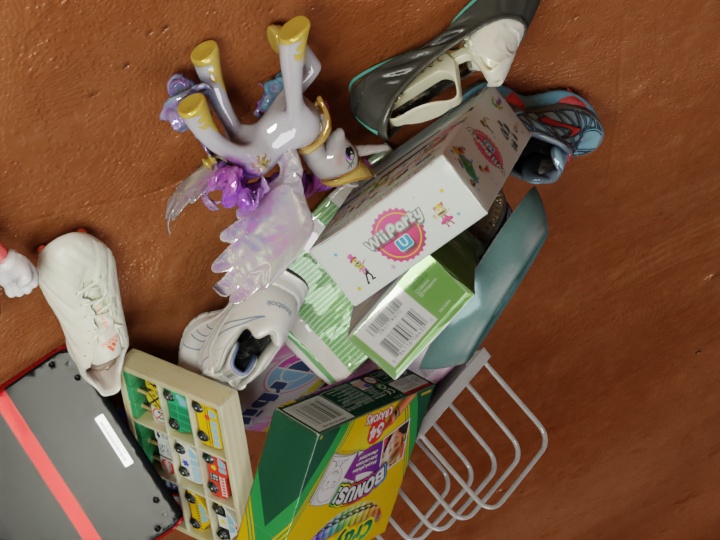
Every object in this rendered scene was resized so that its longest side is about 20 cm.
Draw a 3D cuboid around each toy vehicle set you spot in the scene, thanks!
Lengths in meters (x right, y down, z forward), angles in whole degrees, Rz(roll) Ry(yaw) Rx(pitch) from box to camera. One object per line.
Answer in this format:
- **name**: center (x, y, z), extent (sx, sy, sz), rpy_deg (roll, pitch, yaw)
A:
- **toy vehicle set**: center (-0.158, 0.174, 1.710), extent (0.027, 0.124, 0.201), rpy_deg (-44, 141, -39)

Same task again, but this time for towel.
- **towel**: center (0.000, 0.000, 1.705), extent (0.200, 0.023, 0.153), rpy_deg (-43, 115, 6)

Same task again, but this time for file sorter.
- **file sorter**: center (0.079, 0.198, 1.935), extent (0.139, 0.125, 0.200), rpy_deg (-45, -173, -38)

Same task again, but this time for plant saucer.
- **plant saucer**: center (0.123, 0.016, 1.694), extent (0.201, 0.036, 0.200), rpy_deg (-56, 174, -10)

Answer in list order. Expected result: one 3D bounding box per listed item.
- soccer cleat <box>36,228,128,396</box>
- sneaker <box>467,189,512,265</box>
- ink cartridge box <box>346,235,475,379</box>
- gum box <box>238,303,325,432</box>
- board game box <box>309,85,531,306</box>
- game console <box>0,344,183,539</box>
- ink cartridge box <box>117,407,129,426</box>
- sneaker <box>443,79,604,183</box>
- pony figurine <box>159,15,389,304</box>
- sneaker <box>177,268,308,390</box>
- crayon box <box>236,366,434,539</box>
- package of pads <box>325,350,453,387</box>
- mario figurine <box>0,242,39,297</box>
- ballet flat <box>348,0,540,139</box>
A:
- **soccer cleat**: center (-0.234, 0.037, 1.589), extent (0.069, 0.078, 0.200), rpy_deg (-23, 151, -12)
- **sneaker**: center (0.082, 0.001, 1.795), extent (0.200, 0.070, 0.108), rpy_deg (-53, 166, 5)
- **ink cartridge box**: center (0.047, 0.012, 1.607), extent (0.104, 0.059, 0.200), rpy_deg (-48, -172, 14)
- **gum box**: center (-0.072, 0.073, 1.817), extent (0.200, 0.066, 0.113), rpy_deg (-44, 149, 23)
- **board game box**: center (0.053, -0.068, 1.537), extent (0.147, 0.064, 0.200), rpy_deg (-35, -171, 26)
- **game console**: center (-0.286, 0.195, 1.688), extent (0.176, 0.201, 0.031), rpy_deg (-33, -178, 0)
- **ink cartridge box**: center (-0.227, 0.198, 1.826), extent (0.198, 0.041, 0.200), rpy_deg (-5, 149, 2)
- **sneaker**: center (0.164, -0.114, 1.708), extent (0.199, 0.096, 0.079), rpy_deg (0, 140, -44)
- **pony figurine**: center (-0.081, -0.095, 1.474), extent (0.193, 0.167, 0.200), rpy_deg (-37, 137, -5)
- **sneaker**: center (-0.120, 0.074, 1.666), extent (0.074, 0.087, 0.200), rpy_deg (26, 135, -13)
- **crayon box**: center (-0.025, 0.193, 1.736), extent (0.200, 0.058, 0.173), rpy_deg (-17, 129, -54)
- **package of pads**: center (0.005, 0.134, 1.895), extent (0.200, 0.076, 0.120), rpy_deg (-42, -177, -14)
- **mario figurine**: center (-0.324, 0.009, 1.422), extent (0.124, 0.106, 0.200), rpy_deg (-57, 172, -26)
- **ballet flat**: center (0.084, -0.176, 1.559), extent (0.199, 0.069, 0.068), rpy_deg (-34, 151, 6)
